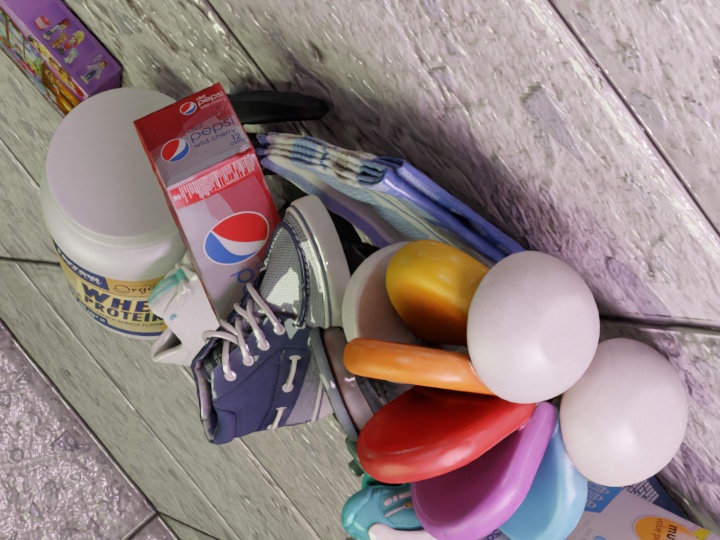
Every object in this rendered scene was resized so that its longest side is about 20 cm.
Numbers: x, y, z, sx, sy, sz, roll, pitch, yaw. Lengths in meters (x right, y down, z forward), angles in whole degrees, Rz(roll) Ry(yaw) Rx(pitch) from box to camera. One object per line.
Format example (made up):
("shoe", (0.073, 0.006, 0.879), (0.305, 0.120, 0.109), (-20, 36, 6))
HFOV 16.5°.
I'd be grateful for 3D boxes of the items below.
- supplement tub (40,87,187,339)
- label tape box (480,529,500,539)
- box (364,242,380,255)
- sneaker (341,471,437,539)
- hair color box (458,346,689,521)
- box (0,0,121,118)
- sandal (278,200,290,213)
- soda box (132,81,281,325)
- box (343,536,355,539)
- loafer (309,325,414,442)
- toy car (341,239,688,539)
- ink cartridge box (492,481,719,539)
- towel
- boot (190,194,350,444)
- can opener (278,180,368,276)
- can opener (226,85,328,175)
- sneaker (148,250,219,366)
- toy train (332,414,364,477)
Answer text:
("supplement tub", (-0.169, -0.043, 1.913), (0.144, 0.144, 0.200), (45, 166, 17))
("label tape box", (0.098, 0.221, 1.665), (0.200, 0.066, 0.143), (44, 154, 16))
("box", (0.049, 0.084, 1.733), (0.200, 0.075, 0.100), (58, 164, -26))
("sneaker", (0.039, 0.139, 1.520), (0.080, 0.078, 0.200), (36, -169, 6))
("hair color box", (0.123, 0.112, 1.600), (0.200, 0.060, 0.100), (52, 168, -10))
("box", (-0.275, -0.205, 2.030), (0.200, 0.039, 0.137), (48, 166, 6))
("sandal", (-0.045, 0.009, 1.855), (0.082, 0.055, 0.200), (47, 166, 7))
("soda box", (-0.084, -0.025, 1.622), (0.200, 0.063, 0.070), (72, 172, -49))
("box", (0.047, 0.220, 1.828), (0.068, 0.199, 0.082), (53, -156, -20))
("loafer", (0.018, 0.076, 1.547), (0.200, 0.063, 0.072), (61, -169, -64))
("toy car", (0.071, 0.080, 1.412), (0.200, 0.150, 0.175), (42, 159, -29))
("ink cartridge box", (0.181, 0.204, 1.474), (0.199, 0.115, 0.068), (25, 121, 19))
("towel", (0.027, -0.032, 1.506), (0.147, 0.024, 0.200), (34, 173, -25))
("boot", (-0.059, 0.039, 1.589), (0.200, 0.090, 0.073), (92, 153, -48))
("can opener", (0.000, 0.000, 1.648), (0.200, 0.067, 0.054), (-120, 40, -57))
("can opener", (-0.068, -0.096, 1.667), (0.200, 0.078, 0.064), (173, 89, -68))
("sneaker", (-0.112, 0.006, 1.820), (0.200, 0.088, 0.075), (103, 152, -46))
("toy train", (0.052, 0.155, 1.912), (0.200, 0.085, 0.114), (50, 180, -16))
